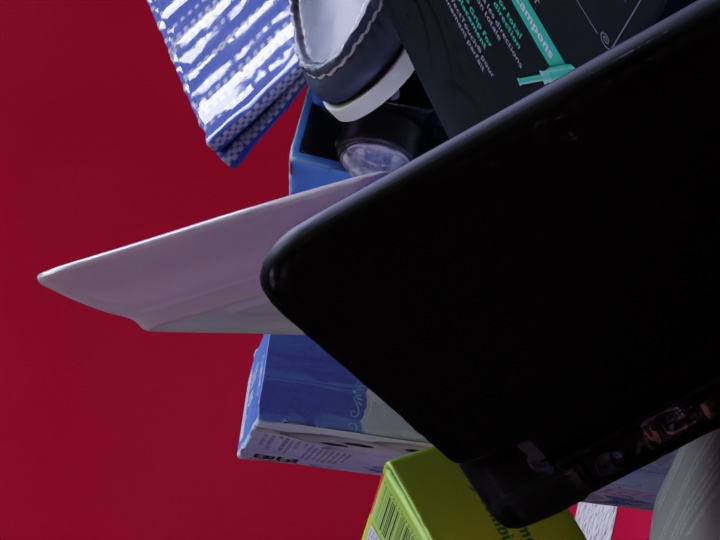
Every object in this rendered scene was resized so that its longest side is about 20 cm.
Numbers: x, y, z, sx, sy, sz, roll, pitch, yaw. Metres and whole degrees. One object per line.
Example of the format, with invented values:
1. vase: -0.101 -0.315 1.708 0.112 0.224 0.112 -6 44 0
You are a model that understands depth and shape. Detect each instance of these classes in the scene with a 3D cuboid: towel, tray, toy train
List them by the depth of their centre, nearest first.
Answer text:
1. tray: 0.000 0.000 0.848 0.200 0.107 0.022 4 -110 -66
2. towel: -0.024 -0.140 1.076 0.145 0.024 0.200 -43 38 16
3. toy train: 0.024 -0.103 1.111 0.114 0.087 0.200 97 -175 -58

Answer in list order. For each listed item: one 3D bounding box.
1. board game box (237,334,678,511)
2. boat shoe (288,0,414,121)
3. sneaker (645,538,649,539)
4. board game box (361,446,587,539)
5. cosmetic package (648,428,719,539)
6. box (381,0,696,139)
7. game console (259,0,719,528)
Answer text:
1. board game box: 0.059 0.056 1.043 0.200 0.199 0.043 125 154 -82
2. boat shoe: -0.002 -0.141 0.980 0.075 0.062 0.200 -21 47 38
3. sneaker: 0.082 0.163 1.075 0.078 0.075 0.200 -65 -4 33
4. board game box: 0.061 0.156 0.842 0.200 0.048 0.102 60 152 31
5. cosmetic package: 0.116 0.118 0.747 0.107 0.090 0.200 109 173 -51
6. box: 0.095 -0.111 0.732 0.124 0.148 0.200 64 162 15
7. game console: 0.093 -0.035 0.706 0.200 0.116 0.176 -28 17 16
